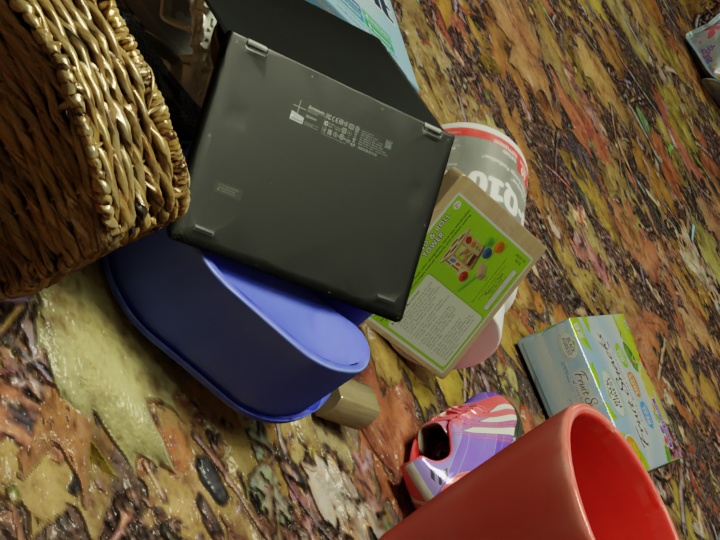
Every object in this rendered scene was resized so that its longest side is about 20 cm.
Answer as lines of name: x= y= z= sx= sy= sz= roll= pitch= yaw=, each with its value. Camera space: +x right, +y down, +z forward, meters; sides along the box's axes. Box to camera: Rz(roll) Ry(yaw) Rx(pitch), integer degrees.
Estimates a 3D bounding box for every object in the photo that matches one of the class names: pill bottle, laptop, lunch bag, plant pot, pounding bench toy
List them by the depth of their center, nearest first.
laptop: x=-0.048 y=-0.092 z=1.120 sx=0.187 sy=0.116 sz=0.200 roll=21 pitch=81 yaw=-37
plant pot: x=0.117 y=0.218 z=1.222 sx=0.200 sy=0.177 sz=0.201 roll=50 pitch=24 yaw=-32
pounding bench toy: x=0.000 y=0.000 z=1.300 sx=0.156 sy=0.200 sz=0.124 roll=39 pitch=2 yaw=43
pill bottle: x=0.080 y=-0.021 z=1.485 sx=0.114 sy=0.114 sz=0.200 roll=48 pitch=35 yaw=-34
lunch bag: x=0.751 y=-0.390 z=3.498 sx=0.170 sy=0.127 sz=0.200 roll=40 pitch=21 yaw=-50

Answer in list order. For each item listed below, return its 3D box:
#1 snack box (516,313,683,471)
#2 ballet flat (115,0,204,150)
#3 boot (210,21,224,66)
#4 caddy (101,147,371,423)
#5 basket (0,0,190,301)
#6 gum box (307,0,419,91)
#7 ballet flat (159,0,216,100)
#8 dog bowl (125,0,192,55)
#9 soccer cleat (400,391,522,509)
snack box: x=0.248 y=0.133 z=1.783 sx=0.200 sy=0.068 sz=0.169 roll=-2 pitch=68 yaw=-65
ballet flat: x=-0.124 y=-0.106 z=1.175 sx=0.200 sy=0.074 sz=0.074 roll=49 pitch=25 yaw=-37
boot: x=-0.048 y=-0.084 z=1.188 sx=0.200 sy=0.074 sz=0.075 roll=61 pitch=2 yaw=0
caddy: x=-0.075 y=0.007 z=1.123 sx=0.200 sy=0.105 sz=0.141 roll=42 pitch=43 yaw=-20
basket: x=-0.165 y=-0.106 z=0.954 sx=0.149 sy=0.143 sz=0.200 roll=-33 pitch=96 yaw=-54
gum box: x=-0.028 y=-0.265 z=1.611 sx=0.170 sy=0.045 sz=0.200 roll=39 pitch=26 yaw=-43
ballet flat: x=-0.112 y=-0.169 z=1.266 sx=0.072 sy=0.072 sz=0.200 roll=-50 pitch=144 yaw=-67
dog bowl: x=-0.131 y=-0.249 z=1.358 sx=0.200 sy=0.059 sz=0.200 roll=50 pitch=25 yaw=-33
soccer cleat: x=0.079 y=0.136 z=1.391 sx=0.073 sy=0.068 sz=0.200 roll=54 pitch=25 yaw=-12
